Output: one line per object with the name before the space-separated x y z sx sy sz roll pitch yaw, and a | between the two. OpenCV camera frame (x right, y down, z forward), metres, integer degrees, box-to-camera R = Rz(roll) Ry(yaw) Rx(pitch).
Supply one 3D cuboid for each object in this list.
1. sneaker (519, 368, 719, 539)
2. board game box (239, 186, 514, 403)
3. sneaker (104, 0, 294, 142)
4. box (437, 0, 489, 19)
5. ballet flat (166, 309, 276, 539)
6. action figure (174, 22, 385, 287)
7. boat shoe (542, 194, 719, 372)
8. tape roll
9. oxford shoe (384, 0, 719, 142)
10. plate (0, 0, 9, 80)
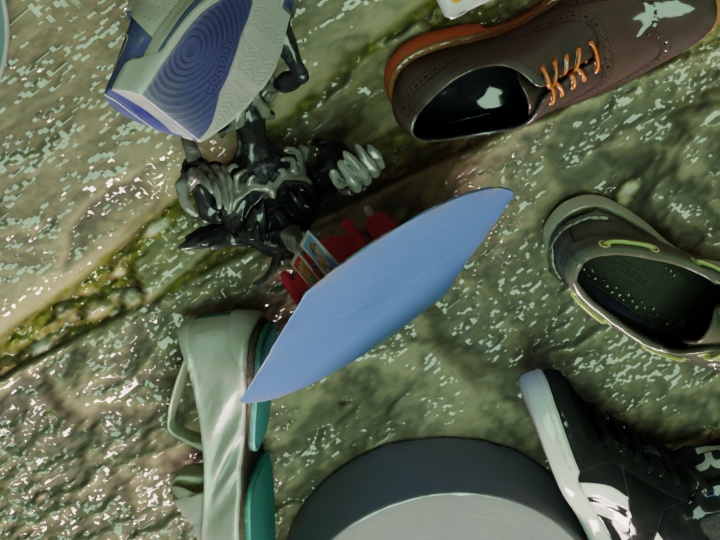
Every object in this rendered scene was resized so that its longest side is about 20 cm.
sneaker | 0.178 0.116 1.771 0.111 0.073 0.200 -25 128 5
board game box | 0.000 0.000 1.648 0.158 0.039 0.200 -27 163 -31
sneaker | -0.091 -0.169 1.537 0.081 0.115 0.200 45 67 -50
box | 0.052 -0.254 1.518 0.112 0.102 0.201 -22 120 8
ballet flat | -0.085 0.112 1.747 0.069 0.070 0.201 -1 116 -5
action figure | -0.055 -0.068 1.618 0.118 0.102 0.201 -18 120 -9
boat shoe | 0.199 0.024 1.720 0.201 0.060 0.072 27 114 -20
tape roll | 0.050 0.205 1.807 0.199 0.066 0.201 -3 120 -5
oxford shoe | 0.114 -0.115 1.623 0.199 0.073 0.071 -20 120 5
plate | -0.295 -0.139 1.593 0.199 0.026 0.201 -2 119 -4
